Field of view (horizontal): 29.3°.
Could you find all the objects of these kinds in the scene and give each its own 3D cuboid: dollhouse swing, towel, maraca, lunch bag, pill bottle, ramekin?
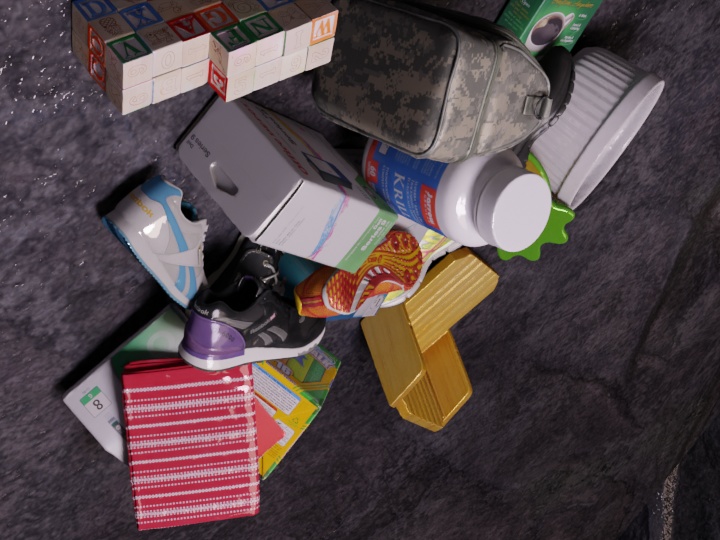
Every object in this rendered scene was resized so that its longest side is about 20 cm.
[{"bbox_3d":[0.126,0.098,1.926,0.175,0.183,0.200,-27,156,15],"label":"dollhouse swing"},{"bbox_3d":[-0.185,0.187,1.518,0.143,0.023,0.202,-5,112,-11],"label":"towel"},{"bbox_3d":[0.172,-0.087,1.683,0.137,0.107,0.200,-31,120,31],"label":"maraca"},{"bbox_3d":[0.072,-0.192,1.375,0.167,0.199,0.140,3,108,-46],"label":"lunch bag"},{"bbox_3d":[0.100,-0.091,1.436,0.112,0.200,0.113,-17,119,-33],"label":"pill bottle"},{"bbox_3d":[0.280,-0.185,1.728,0.200,0.105,0.200,-49,169,-13],"label":"ramekin"}]

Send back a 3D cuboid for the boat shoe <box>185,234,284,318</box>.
[{"bbox_3d":[-0.114,-0.001,1.560,0.200,0.068,0.072,-51,150,13],"label":"boat shoe"}]

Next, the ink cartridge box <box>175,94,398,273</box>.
[{"bbox_3d":[-0.072,-0.087,1.402,0.088,0.145,0.200,-50,152,15],"label":"ink cartridge box"}]

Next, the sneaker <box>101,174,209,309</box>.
[{"bbox_3d":[-0.189,-0.025,1.416,0.081,0.076,0.200,-44,156,-8],"label":"sneaker"}]

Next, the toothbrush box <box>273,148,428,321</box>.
[{"bbox_3d":[-0.006,-0.041,1.623,0.146,0.085,0.201,-4,133,-49],"label":"toothbrush box"}]

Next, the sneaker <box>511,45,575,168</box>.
[{"bbox_3d":[0.173,-0.180,1.576,0.201,0.091,0.076,-57,-165,-9],"label":"sneaker"}]

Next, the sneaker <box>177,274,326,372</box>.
[{"bbox_3d":[-0.103,0.046,1.491,0.199,0.076,0.088,-14,129,-48],"label":"sneaker"}]

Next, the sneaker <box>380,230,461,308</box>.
[{"bbox_3d":[0.060,-0.037,1.741,0.200,0.078,0.090,-44,147,-12],"label":"sneaker"}]

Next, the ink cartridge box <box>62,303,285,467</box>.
[{"bbox_3d":[-0.205,0.162,1.530,0.161,0.200,0.050,-40,-175,4],"label":"ink cartridge box"}]

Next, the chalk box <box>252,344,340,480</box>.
[{"bbox_3d":[-0.110,0.133,1.655,0.124,0.124,0.200,-52,-175,19],"label":"chalk box"}]

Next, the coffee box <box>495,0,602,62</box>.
[{"bbox_3d":[0.209,-0.283,1.604,0.122,0.044,0.201,-8,138,-48],"label":"coffee box"}]

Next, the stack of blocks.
[{"bbox_3d":[-0.133,-0.204,1.186,0.199,0.115,0.059,-25,149,-29],"label":"stack of blocks"}]

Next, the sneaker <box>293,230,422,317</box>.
[{"bbox_3d":[0.000,0.000,1.546,0.199,0.077,0.074,-19,101,-49],"label":"sneaker"}]
